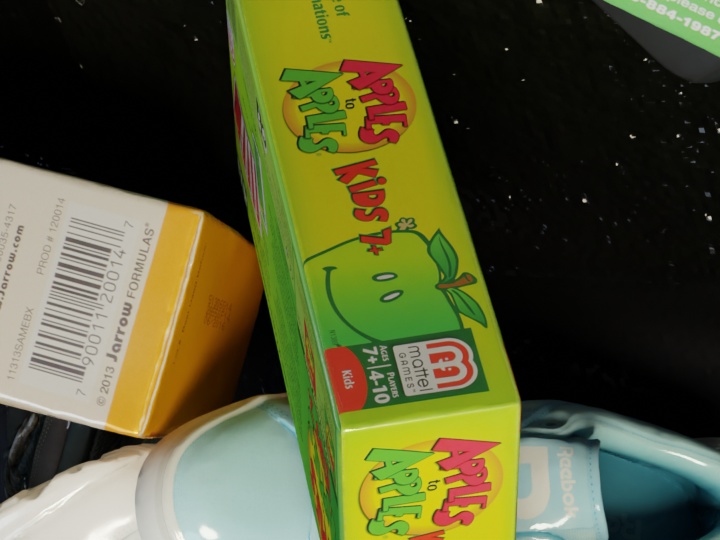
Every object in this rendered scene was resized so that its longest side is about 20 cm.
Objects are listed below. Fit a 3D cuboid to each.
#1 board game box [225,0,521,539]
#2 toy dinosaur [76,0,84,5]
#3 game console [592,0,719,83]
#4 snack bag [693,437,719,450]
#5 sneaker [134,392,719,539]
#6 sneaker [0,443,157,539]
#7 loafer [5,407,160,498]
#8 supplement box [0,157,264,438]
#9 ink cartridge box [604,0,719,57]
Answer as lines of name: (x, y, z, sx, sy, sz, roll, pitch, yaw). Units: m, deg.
board game box: (0.000, 0.000, 0.716, 0.047, 0.201, 0.102, -8, 136, -6)
toy dinosaur: (-0.159, -0.113, 0.782, 0.135, 0.102, 0.200, 28, 166, 30)
game console: (0.095, -0.142, 0.635, 0.177, 0.031, 0.200, 44, 139, -15)
snack bag: (0.035, 0.145, 0.859, 0.187, 0.021, 0.201, 2, 110, -11)
sneaker: (0.034, 0.064, 0.763, 0.199, 0.074, 0.082, 2, 160, -26)
sneaker: (-0.110, 0.144, 0.844, 0.099, 0.078, 0.200, 47, 107, 17)
loafer: (-0.115, 0.073, 0.952, 0.063, 0.072, 0.201, 30, 143, 14)
supplement box: (-0.140, -0.003, 0.806, 0.199, 0.074, 0.126, 15, 177, 9)
ink cartridge box: (0.073, -0.159, 0.542, 0.145, 0.084, 0.200, 27, 141, 2)
